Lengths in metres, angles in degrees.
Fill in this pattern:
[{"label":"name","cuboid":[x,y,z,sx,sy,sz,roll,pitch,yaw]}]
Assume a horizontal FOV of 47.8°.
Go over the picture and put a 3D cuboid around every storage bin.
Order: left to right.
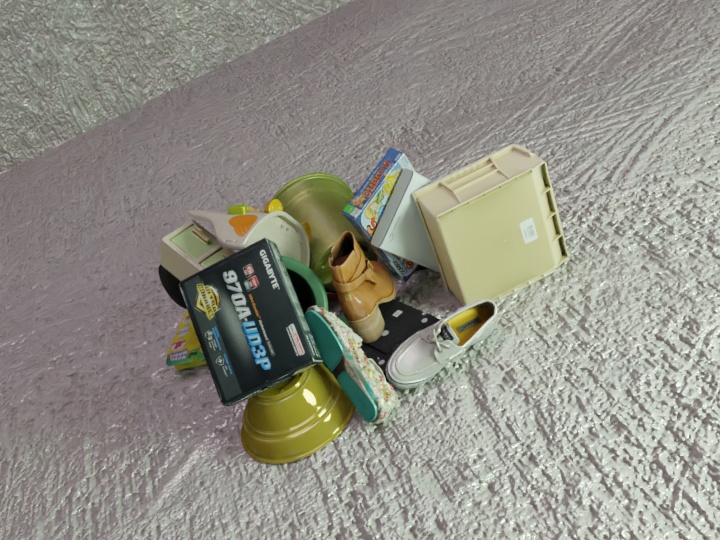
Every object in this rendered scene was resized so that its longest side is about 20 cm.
[{"label":"storage bin","cuboid":[0.213,-0.067,1.304,0.196,0.202,0.094,-26,32,-4]}]

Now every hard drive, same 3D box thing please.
[{"label":"hard drive","cuboid":[0.027,0.107,1.331,0.139,0.038,0.199,-39,34,-23]},{"label":"hard drive","cuboid":[0.110,-0.078,1.360,0.027,0.199,0.134,29,96,40]}]

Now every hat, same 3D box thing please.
[{"label":"hat","cuboid":[-0.122,0.074,1.334,0.197,0.176,0.168,14,81,4]}]

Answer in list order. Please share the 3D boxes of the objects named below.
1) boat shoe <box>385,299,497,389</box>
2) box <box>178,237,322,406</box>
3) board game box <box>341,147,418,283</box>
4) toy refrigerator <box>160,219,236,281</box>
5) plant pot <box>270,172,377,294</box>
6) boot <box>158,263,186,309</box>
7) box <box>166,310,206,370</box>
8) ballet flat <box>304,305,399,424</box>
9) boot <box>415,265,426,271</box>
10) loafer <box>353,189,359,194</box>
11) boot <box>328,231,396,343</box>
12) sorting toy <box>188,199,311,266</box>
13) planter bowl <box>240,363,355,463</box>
[{"label":"boat shoe","cuboid":[0.124,0.105,1.215,0.198,0.070,0.071,-28,68,-13]},{"label":"box","cuboid":[-0.165,0.077,1.209,0.157,0.203,0.046,-25,-14,10]},{"label":"board game box","cuboid":[0.063,-0.087,1.354,0.034,0.200,0.136,28,77,41]},{"label":"toy refrigerator","cuboid":[-0.241,0.004,1.369,0.199,0.071,0.076,36,49,19]},{"label":"plant pot","cuboid":[-0.060,-0.050,1.509,0.198,0.202,0.185,-29,42,-9]},{"label":"boot","cuboid":[-0.243,0.009,1.469,0.198,0.070,0.174,27,42,13]},{"label":"box","cuboid":[-0.287,0.114,1.534,0.116,0.049,0.201,-13,30,16]},{"label":"ballet flat","cuboid":[-0.013,0.136,1.210,0.063,0.201,0.076,-20,-18,-43]},{"label":"boot","cuboid":[0.121,-0.086,1.544,0.184,0.065,0.200,-27,27,-2]},{"label":"loafer","cuboid":[-0.033,-0.116,1.679,0.199,0.074,0.071,-36,34,-19]},{"label":"boot","cuboid":[0.000,0.000,1.324,0.073,0.156,0.201,-17,31,12]},{"label":"sorting toy","cuboid":[-0.198,-0.064,1.393,0.178,0.200,0.108,13,77,30]},{"label":"planter bowl","cuboid":[-0.110,0.192,1.252,0.197,0.084,0.201,-18,31,11]}]
